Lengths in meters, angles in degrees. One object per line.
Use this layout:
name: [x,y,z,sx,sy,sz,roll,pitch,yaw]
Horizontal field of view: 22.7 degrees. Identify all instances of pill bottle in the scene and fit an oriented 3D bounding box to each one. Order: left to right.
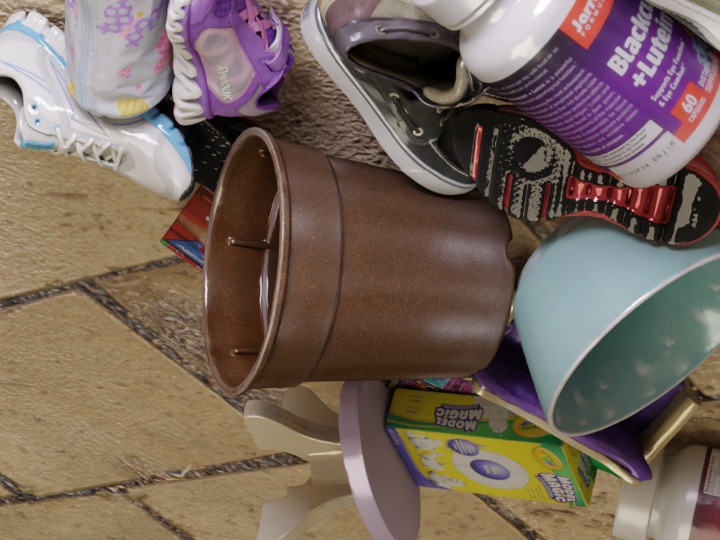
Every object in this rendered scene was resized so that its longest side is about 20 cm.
pill bottle: [0.134,-0.149,1.151,0.200,0.112,0.111,32,147,-22]
pill bottle: [0.336,0.220,1.626,0.199,0.110,0.110,12,148,12]

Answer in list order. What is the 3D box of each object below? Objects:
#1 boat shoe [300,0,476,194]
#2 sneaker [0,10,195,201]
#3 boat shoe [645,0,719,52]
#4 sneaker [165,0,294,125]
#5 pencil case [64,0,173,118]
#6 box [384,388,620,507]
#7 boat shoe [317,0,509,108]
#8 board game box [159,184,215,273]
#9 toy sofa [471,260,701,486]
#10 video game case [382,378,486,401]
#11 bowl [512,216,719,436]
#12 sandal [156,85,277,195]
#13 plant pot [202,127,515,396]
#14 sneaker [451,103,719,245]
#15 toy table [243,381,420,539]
boat shoe: [0.036,-0.127,1.285,0.056,0.069,0.200,-13,135,41]
sneaker: [-0.218,-0.108,1.379,0.200,0.087,0.075,37,145,6]
boat shoe: [0.207,-0.189,1.102,0.202,0.075,0.065,33,110,-17]
sneaker: [-0.091,-0.172,1.282,0.088,0.081,0.200,9,153,3]
pencil case: [-0.174,-0.194,1.271,0.083,0.091,0.200,16,150,4]
box: [0.133,0.164,1.638,0.199,0.049,0.118,2,145,24]
boat shoe: [0.059,-0.141,1.211,0.199,0.065,0.072,18,144,-33]
board game box: [-0.069,0.004,1.527,0.200,0.019,0.103,35,140,-6]
toy sofa: [0.182,0.087,1.488,0.199,0.098,0.083,31,112,-18]
video game case: [0.108,0.105,1.639,0.180,0.036,0.200,22,149,-4]
bowl: [0.192,0.020,1.342,0.105,0.200,0.201,52,160,26]
sandal: [-0.098,-0.091,1.437,0.200,0.045,0.075,36,143,-28]
plant pot: [0.000,0.000,1.368,0.197,0.201,0.200,4,154,-21]
sneaker: [0.163,-0.074,1.283,0.199,0.087,0.074,18,116,9]
toy table: [-0.026,0.183,1.654,0.116,0.184,0.201,-6,125,17]
